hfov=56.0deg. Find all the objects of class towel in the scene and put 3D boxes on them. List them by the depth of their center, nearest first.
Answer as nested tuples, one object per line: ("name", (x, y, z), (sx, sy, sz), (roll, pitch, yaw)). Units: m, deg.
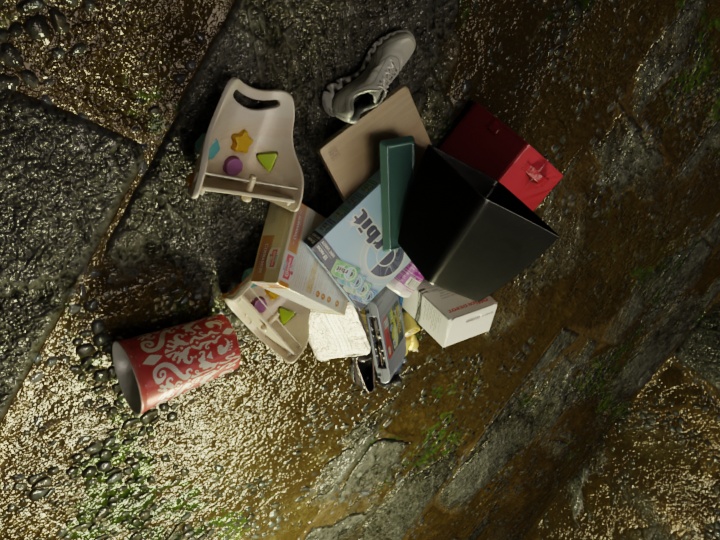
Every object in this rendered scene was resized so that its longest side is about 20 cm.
("towel", (-0.055, 0.125, 1.425), (0.130, 0.035, 0.201), (-9, 139, 11))

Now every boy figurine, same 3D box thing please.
("boy figurine", (0.098, 0.190, 1.656), (0.123, 0.065, 0.202), (-3, 128, -35))

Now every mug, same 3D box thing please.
("mug", (-0.340, 0.160, 1.241), (0.198, 0.176, 0.136), (-19, 97, -33))

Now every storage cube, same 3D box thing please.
("storage cube", (0.268, -0.198, 1.382), (0.170, 0.201, 0.180), (22, 114, -48))

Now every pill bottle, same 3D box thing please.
("pill bottle", (0.118, -0.052, 1.435), (0.201, 0.112, 0.112), (-53, 139, 9))

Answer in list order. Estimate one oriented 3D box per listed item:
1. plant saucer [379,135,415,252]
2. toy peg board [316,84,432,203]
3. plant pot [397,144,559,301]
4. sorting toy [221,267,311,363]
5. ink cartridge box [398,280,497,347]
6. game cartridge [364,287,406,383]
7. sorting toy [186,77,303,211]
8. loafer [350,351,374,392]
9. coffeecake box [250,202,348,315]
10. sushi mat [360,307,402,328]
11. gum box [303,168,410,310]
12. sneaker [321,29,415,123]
("plant saucer", (0.070, -0.132, 1.196), (0.069, 0.019, 0.204), (-14, 114, -26))
("toy peg board", (0.024, -0.209, 1.260), (0.199, 0.098, 0.201), (-38, 124, -11))
("plant pot", (0.180, -0.068, 1.171), (0.197, 0.201, 0.179), (20, 114, -35))
("sorting toy", (-0.152, 0.039, 1.300), (0.181, 0.106, 0.201), (-49, 129, -17))
("ink cartridge box", (0.186, 0.065, 1.520), (0.144, 0.200, 0.085), (-15, 132, -30))
("game cartridge", (0.059, 0.129, 1.506), (0.133, 0.040, 0.203), (-53, 136, -59))
("sorting toy", (-0.178, -0.203, 1.071), (0.198, 0.106, 0.183), (4, 111, -44))
("loafer", (0.011, 0.203, 1.588), (0.071, 0.063, 0.202), (-22, 132, -21))
("coffeecake box", (-0.096, -0.020, 1.257), (0.199, 0.072, 0.156), (30, 68, -49))
("sushi mat", (0.022, 0.102, 1.530), (0.198, 0.012, 0.098), (13, 88, -45))
("gum box", (0.019, -0.057, 1.234), (0.200, 0.044, 0.171), (-44, 125, -9))
("sneaker", (0.028, -0.327, 1.159), (0.200, 0.081, 0.075), (-45, 138, -3))
